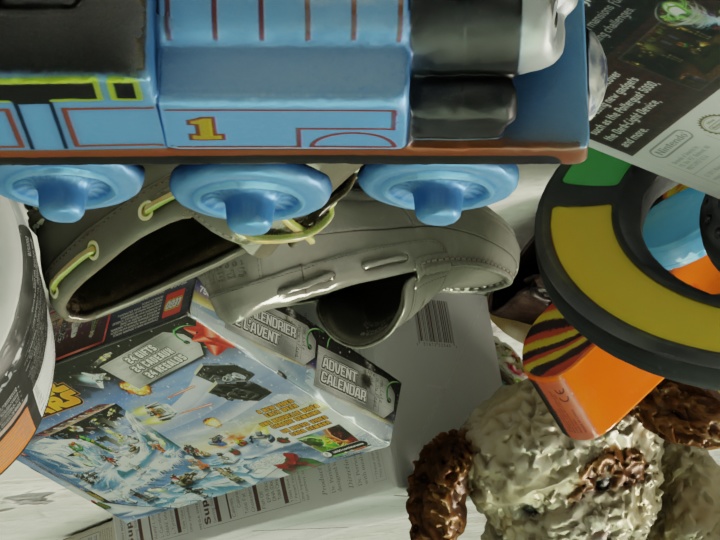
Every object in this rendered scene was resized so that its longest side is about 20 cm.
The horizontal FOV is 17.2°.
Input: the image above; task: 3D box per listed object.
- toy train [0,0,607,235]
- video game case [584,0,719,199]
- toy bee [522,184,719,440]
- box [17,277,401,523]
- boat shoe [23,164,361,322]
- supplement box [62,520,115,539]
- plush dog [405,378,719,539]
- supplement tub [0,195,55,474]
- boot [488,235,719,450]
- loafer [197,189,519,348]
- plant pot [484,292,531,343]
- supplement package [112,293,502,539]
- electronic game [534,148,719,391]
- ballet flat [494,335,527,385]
[{"bbox_3d":[-0.031,-0.062,0.644,0.200,0.087,0.114,1,164,1],"label":"toy train"},{"bbox_3d":[0.108,-0.074,0.709,0.182,0.023,0.200,21,161,-10],"label":"video game case"},{"bbox_3d":[0.147,-0.001,1.043,0.200,0.131,0.109,-16,-165,-17],"label":"toy bee"},{"bbox_3d":[-0.098,0.062,1.177,0.200,0.040,0.137,-20,138,41],"label":"box"},{"bbox_3d":[-0.041,-0.032,0.867,0.201,0.060,0.072,-18,165,34],"label":"boat shoe"},{"bbox_3d":[-0.147,0.238,1.978,0.126,0.074,0.200,0,165,-34],"label":"supplement box"},{"bbox_3d":[0.118,0.113,1.195,0.200,0.161,0.172,-24,133,10],"label":"plush dog"},{"bbox_3d":[-0.175,0.023,0.875,0.122,0.123,0.200,-8,167,-7],"label":"supplement tub"},{"bbox_3d":[0.140,0.025,1.198,0.166,0.072,0.200,10,150,-16],"label":"boot"},{"bbox_3d":[0.000,0.000,1.019,0.070,0.070,0.200,-20,164,39],"label":"loafer"},{"bbox_3d":[0.168,0.014,1.309,0.200,0.028,0.200,-9,167,-2],"label":"plant pot"},{"bbox_3d":[-0.033,0.086,1.291,0.200,0.110,0.114,-18,165,35],"label":"supplement package"},{"bbox_3d":[0.162,-0.020,0.856,0.200,0.200,0.042,-10,124,3],"label":"electronic game"},{"bbox_3d":[0.058,0.069,1.420,0.064,0.076,0.200,-38,-173,-29],"label":"ballet flat"}]
